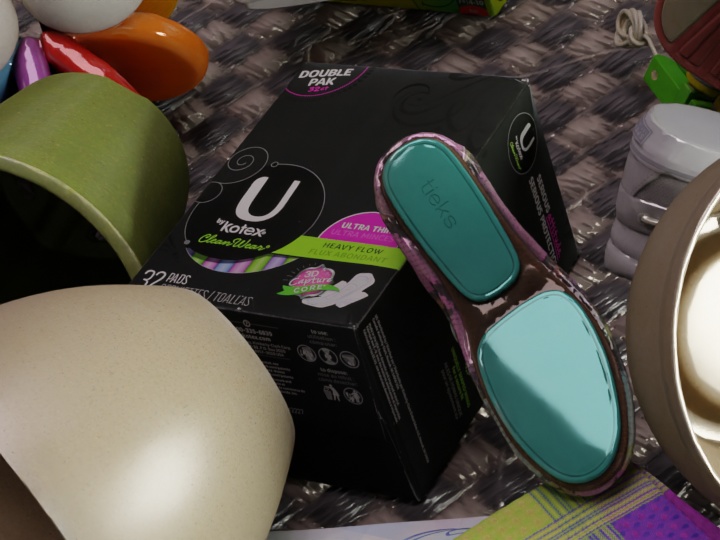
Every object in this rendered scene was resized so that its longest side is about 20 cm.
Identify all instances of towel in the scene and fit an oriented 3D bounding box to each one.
[{"bbox_3d":[0.110,0.162,1.157,0.143,0.023,0.200,-30,38,-14],"label":"towel"}]

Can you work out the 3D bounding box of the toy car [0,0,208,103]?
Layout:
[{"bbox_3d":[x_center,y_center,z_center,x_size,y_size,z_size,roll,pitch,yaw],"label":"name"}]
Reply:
[{"bbox_3d":[-0.188,-0.112,1.628,0.199,0.175,0.150,-25,68,-6],"label":"toy car"}]

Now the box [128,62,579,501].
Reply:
[{"bbox_3d":[0.000,0.000,1.400,0.148,0.125,0.200,8,44,32],"label":"box"}]

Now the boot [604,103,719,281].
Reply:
[{"bbox_3d":[0.224,-0.012,1.346,0.199,0.096,0.074,18,28,6],"label":"boot"}]

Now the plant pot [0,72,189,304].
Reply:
[{"bbox_3d":[-0.177,-0.018,1.483,0.199,0.201,0.190,-6,26,19],"label":"plant pot"}]

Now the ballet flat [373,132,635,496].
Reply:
[{"bbox_3d":[0.072,0.023,1.265,0.069,0.071,0.200,-33,69,1],"label":"ballet flat"}]

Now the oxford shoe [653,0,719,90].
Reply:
[{"bbox_3d":[0.248,-0.092,1.401,0.071,0.200,0.075,-50,-13,20],"label":"oxford shoe"}]

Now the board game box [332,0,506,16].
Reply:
[{"bbox_3d":[0.021,-0.221,1.736,0.199,0.048,0.102,8,45,34],"label":"board game box"}]

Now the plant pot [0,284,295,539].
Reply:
[{"bbox_3d":[-0.110,0.085,1.279,0.134,0.201,0.200,-36,39,-17],"label":"plant pot"}]

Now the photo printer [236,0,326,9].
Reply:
[{"bbox_3d":[0.003,-0.253,1.687,0.166,0.070,0.200,-8,38,17],"label":"photo printer"}]

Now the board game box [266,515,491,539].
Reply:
[{"bbox_3d":[0.035,0.195,1.202,0.198,0.043,0.200,-5,39,18],"label":"board game box"}]

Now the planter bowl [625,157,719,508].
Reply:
[{"bbox_3d":[0.203,0.027,1.231,0.200,0.201,0.135,-34,12,-17],"label":"planter bowl"}]

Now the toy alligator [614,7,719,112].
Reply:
[{"bbox_3d":[0.194,-0.088,1.481,0.054,0.059,0.200,13,30,-22],"label":"toy alligator"}]
